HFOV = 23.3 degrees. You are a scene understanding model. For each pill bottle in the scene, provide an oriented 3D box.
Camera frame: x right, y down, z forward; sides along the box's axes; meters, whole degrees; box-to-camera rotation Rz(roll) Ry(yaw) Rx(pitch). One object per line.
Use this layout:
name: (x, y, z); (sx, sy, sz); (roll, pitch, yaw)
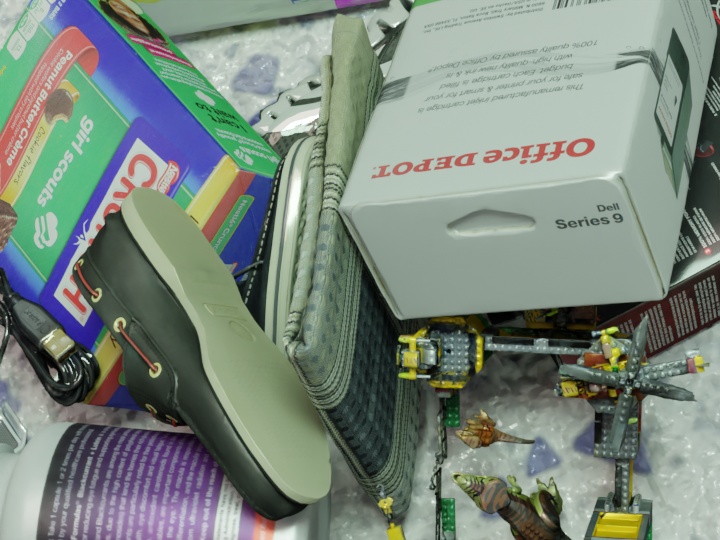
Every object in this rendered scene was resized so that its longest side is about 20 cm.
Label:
pill bottle: (-0.119, 0.137, 0.898); (0.198, 0.112, 0.113); (5, 66, 6)

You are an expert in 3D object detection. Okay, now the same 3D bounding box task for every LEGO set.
LEGO set: (0.080, 0.109, 0.846); (0.152, 0.116, 0.202); (10, 100, 12)

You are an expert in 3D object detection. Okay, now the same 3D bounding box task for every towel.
towel: (0.000, 0.000, 0.908); (0.034, 0.193, 0.202); (-2, 59, 17)

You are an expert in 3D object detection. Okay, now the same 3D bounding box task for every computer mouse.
computer mouse: (-0.215, 0.106, 0.989); (0.109, 0.044, 0.202); (31, 104, 30)

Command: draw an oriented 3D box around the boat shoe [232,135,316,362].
boat shoe: (-0.049, 0.024, 0.947); (0.062, 0.074, 0.202); (17, 108, 25)

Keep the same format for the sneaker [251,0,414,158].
sneaker: (0.003, -0.081, 1.023); (0.200, 0.067, 0.090); (-44, 57, -9)

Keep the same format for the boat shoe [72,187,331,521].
boat shoe: (-0.080, 0.048, 0.871); (0.063, 0.073, 0.202); (-46, 57, 17)

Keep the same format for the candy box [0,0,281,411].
candy box: (-0.148, -0.046, 1.013); (0.200, 0.077, 0.170); (46, 110, 28)

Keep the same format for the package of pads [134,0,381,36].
package of pads: (-0.077, -0.221, 1.064); (0.198, 0.155, 0.069); (-7, 55, 11)

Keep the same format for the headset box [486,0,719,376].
headset box: (0.148, -0.038, 0.955); (0.199, 0.075, 0.149); (-28, 61, 2)

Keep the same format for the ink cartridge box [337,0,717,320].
ink cartridge box: (0.088, -0.077, 0.870); (0.145, 0.084, 0.201); (-6, 43, 27)
